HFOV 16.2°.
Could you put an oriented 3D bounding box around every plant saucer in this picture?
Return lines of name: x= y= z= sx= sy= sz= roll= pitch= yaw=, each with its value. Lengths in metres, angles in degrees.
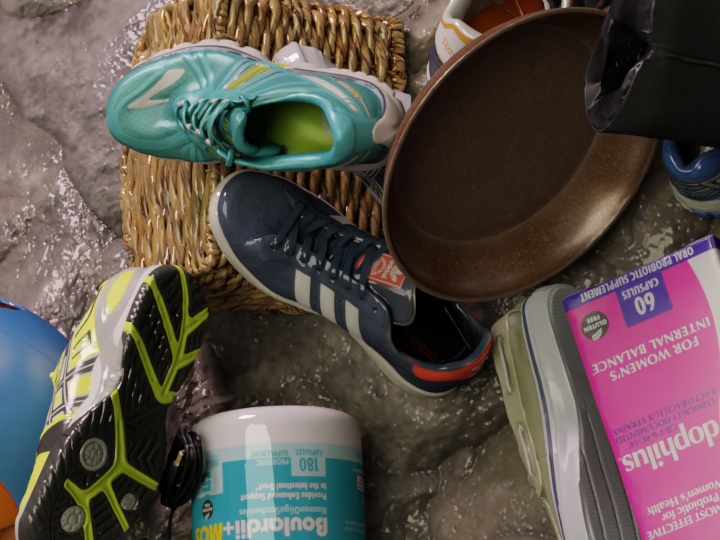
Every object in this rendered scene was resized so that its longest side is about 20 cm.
plant saucer: x=0.091 y=-0.074 z=1.503 sx=0.201 sy=0.200 sz=0.037 roll=-50 pitch=46 yaw=8

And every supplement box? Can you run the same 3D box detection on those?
supplement box: x=0.207 y=0.096 z=1.480 sx=0.101 sy=0.103 sz=0.201 roll=-24 pitch=72 yaw=18

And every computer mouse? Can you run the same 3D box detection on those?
computer mouse: x=-0.133 y=0.177 z=1.603 sx=0.059 sy=0.034 sz=0.201 roll=-109 pitch=28 yaw=-50

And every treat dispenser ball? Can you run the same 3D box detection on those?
treat dispenser ball: x=-0.262 y=0.116 z=1.642 sx=0.200 sy=0.201 sz=0.202 roll=-5 pitch=77 yaw=24

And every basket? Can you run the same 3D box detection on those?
basket: x=-0.067 y=-0.073 z=1.668 sx=0.142 sy=0.148 sz=0.201 roll=-17 pitch=69 yaw=56

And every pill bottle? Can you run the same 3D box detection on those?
pill bottle: x=-0.050 y=0.191 z=1.576 sx=0.110 sy=0.111 sz=0.201 roll=-9 pitch=76 yaw=23

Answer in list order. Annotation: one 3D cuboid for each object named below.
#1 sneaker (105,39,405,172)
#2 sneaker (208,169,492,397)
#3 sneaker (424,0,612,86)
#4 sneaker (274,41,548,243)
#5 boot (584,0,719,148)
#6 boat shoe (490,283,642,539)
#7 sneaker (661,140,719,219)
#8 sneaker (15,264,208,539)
sneaker: x=-0.072 y=-0.095 z=1.513 sx=0.199 sy=0.080 sz=0.078 roll=4 pitch=104 yaw=28
sneaker: x=0.000 y=0.000 z=1.554 sx=0.199 sy=0.084 sz=0.075 roll=35 pitch=67 yaw=-13
sneaker: x=0.117 y=-0.174 z=1.545 sx=0.078 sy=0.080 sz=0.200 roll=33 pitch=60 yaw=13
sneaker: x=0.044 y=-0.091 z=1.581 sx=0.115 sy=0.075 sz=0.200 roll=-44 pitch=101 yaw=2
boot: x=0.214 y=-0.074 z=1.449 sx=0.065 sy=0.199 sz=0.166 roll=5 pitch=86 yaw=51
boat shoe: x=0.129 y=0.109 z=1.542 sx=0.062 sy=0.072 sz=0.201 roll=-30 pitch=62 yaw=43
sneaker: x=0.229 y=-0.135 z=1.526 sx=0.077 sy=0.085 sz=0.201 roll=11 pitch=83 yaw=27
sneaker: x=-0.160 y=0.091 z=1.561 sx=0.076 sy=0.075 sz=0.201 roll=0 pitch=58 yaw=49
